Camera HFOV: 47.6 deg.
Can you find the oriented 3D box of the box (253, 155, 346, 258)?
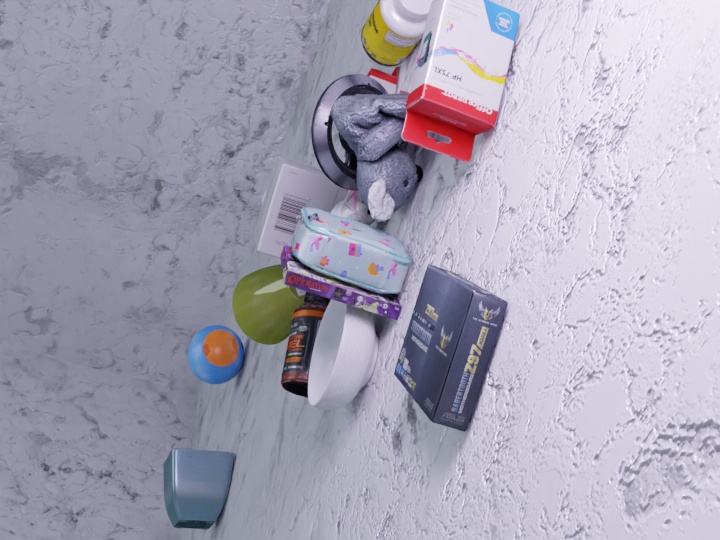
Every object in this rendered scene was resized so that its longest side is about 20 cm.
[{"bbox_3d":[-0.117,-0.122,1.807,0.131,0.195,0.204,-129,56,-70],"label":"box"}]

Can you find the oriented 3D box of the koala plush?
[{"bbox_3d":[0.039,-0.191,1.381,0.178,0.178,0.206,-91,2,-74],"label":"koala plush"}]

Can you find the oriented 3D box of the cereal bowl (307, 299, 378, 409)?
[{"bbox_3d":[-0.023,0.142,1.398,0.200,0.081,0.205,-163,89,-75],"label":"cereal bowl"}]

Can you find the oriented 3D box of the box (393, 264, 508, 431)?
[{"bbox_3d":[0.106,0.088,1.021,0.200,0.050,0.162,-139,66,-75],"label":"box"}]

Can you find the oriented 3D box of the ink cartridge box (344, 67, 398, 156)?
[{"bbox_3d":[0.025,-0.344,1.755,0.116,0.066,0.204,130,153,-58],"label":"ink cartridge box"}]

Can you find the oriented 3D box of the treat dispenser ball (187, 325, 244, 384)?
[{"bbox_3d":[-0.504,0.294,2.853,0.201,0.196,0.206,-164,90,-76],"label":"treat dispenser ball"}]

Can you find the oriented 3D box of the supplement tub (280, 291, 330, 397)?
[{"bbox_3d":[-0.092,0.141,1.618,0.107,0.104,0.205,133,149,-61],"label":"supplement tub"}]

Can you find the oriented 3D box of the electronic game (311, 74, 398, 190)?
[{"bbox_3d":[-0.006,-0.246,1.463,0.041,0.197,0.205,11,85,51],"label":"electronic game"}]

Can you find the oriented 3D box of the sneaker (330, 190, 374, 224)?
[{"bbox_3d":[0.016,-0.144,1.581,0.087,0.082,0.203,-14,40,34],"label":"sneaker"}]

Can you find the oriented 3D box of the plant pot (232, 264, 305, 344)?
[{"bbox_3d":[-0.186,0.061,1.984,0.199,0.184,0.191,-30,44,49],"label":"plant pot"}]

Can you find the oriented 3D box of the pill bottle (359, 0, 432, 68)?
[{"bbox_3d":[0.077,-0.498,1.628,0.200,0.110,0.115,142,142,-67],"label":"pill bottle"}]

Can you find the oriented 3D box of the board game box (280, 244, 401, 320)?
[{"bbox_3d":[-0.034,0.019,1.335,0.120,0.196,0.033,-120,50,-70],"label":"board game box"}]

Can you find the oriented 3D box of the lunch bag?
[{"bbox_3d":[-0.020,-0.040,1.345,0.161,0.196,0.079,-110,41,-70],"label":"lunch bag"}]

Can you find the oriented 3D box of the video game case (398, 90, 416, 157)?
[{"bbox_3d":[0.080,-0.266,1.561,0.200,0.017,0.146,-124,51,-71],"label":"video game case"}]

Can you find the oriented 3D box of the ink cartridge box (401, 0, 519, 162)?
[{"bbox_3d":[0.136,-0.266,1.120,0.067,0.113,0.205,172,112,-73],"label":"ink cartridge box"}]

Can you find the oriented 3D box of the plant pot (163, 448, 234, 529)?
[{"bbox_3d":[-0.501,0.674,2.489,0.196,0.191,0.205,128,146,-55],"label":"plant pot"}]
